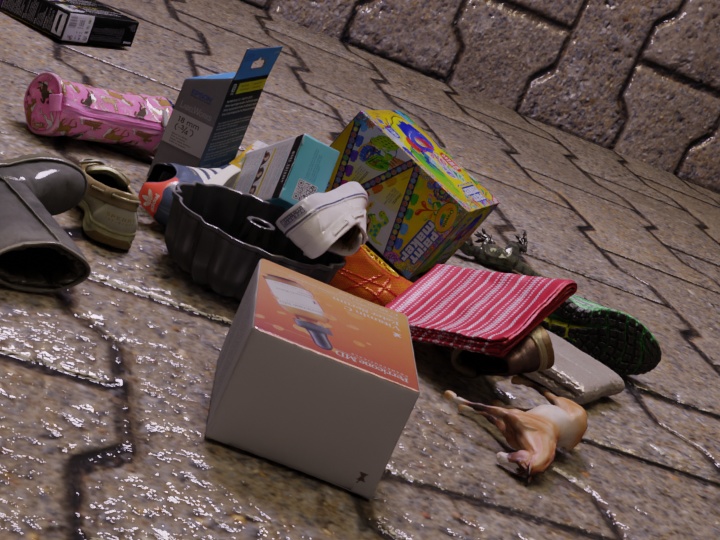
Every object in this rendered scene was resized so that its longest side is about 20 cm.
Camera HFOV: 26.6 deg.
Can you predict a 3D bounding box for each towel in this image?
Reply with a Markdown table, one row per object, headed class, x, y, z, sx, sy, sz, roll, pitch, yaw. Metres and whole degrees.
| class | x | y | z | sx | sy | sz | roll | pitch | yaw |
| --- | --- | --- | --- | --- | --- | --- | --- | --- | --- |
| towel | 0.210 | 0.099 | 1.821 | 0.200 | 0.035 | 0.132 | 33 | 18 | 25 |
| towel | 0.119 | 0.037 | 1.652 | 0.200 | 0.023 | 0.145 | 8 | 34 | 43 |

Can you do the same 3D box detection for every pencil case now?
| class | x | y | z | sx | sy | sz | roll | pitch | yaw |
| --- | --- | --- | --- | --- | --- | --- | --- | --- | --- |
| pencil case | -0.324 | -0.194 | 1.908 | 0.200 | 0.087 | 0.083 | 8 | 53 | -46 |

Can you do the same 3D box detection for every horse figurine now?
| class | x | y | z | sx | sy | sz | roll | pitch | yaw |
| --- | --- | --- | --- | --- | --- | --- | --- | --- | --- |
| horse figurine | 0.175 | 0.154 | 1.548 | 0.132 | 0.050 | 0.200 | 25 | 16 | 33 |

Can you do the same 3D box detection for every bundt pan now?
| class | x | y | z | sx | sy | sz | roll | pitch | yaw |
| --- | --- | --- | --- | --- | --- | --- | --- | --- | --- |
| bundt pan | -0.119 | -0.018 | 1.627 | 0.202 | 0.076 | 0.202 | 22 | 15 | -6 |

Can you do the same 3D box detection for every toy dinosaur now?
| class | x | y | z | sx | sy | sz | roll | pitch | yaw |
| --- | --- | --- | --- | --- | --- | --- | --- | --- | --- |
| toy dinosaur | 0.213 | -0.026 | 2.231 | 0.200 | 0.047 | 0.088 | 20 | 30 | -18 |

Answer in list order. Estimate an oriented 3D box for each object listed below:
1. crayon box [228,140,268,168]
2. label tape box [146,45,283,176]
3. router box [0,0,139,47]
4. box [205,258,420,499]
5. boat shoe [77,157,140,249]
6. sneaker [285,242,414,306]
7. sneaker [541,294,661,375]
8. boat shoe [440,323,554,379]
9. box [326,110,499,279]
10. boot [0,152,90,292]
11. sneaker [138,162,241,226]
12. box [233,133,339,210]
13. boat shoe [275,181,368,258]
| class | x | y | z | sx | sy | sz | roll | pitch | yaw |
| --- | --- | --- | --- | --- | --- | --- | --- | --- | --- |
| crayon box | -0.108 | -0.111 | 2.010 | 0.126 | 0.052 | 0.200 | 25 | 14 | 1 |
| label tape box | -0.183 | -0.203 | 1.920 | 0.063 | 0.200 | 0.144 | 26 | 15 | 9 |
| router box | -0.479 | -0.420 | 2.488 | 0.149 | 0.051 | 0.200 | 28 | 15 | 21 |
| box | -0.041 | 0.089 | 1.327 | 0.152 | 0.106 | 0.200 | 22 | 15 | -9 |
| boat shoe | -0.273 | -0.087 | 1.650 | 0.073 | 0.063 | 0.201 | 19 | 16 | -20 |
| sneaker | 0.000 | 0.000 | 1.753 | 0.200 | 0.077 | 0.073 | 21 | 14 | -19 |
| sneaker | 0.300 | 0.069 | 1.975 | 0.200 | 0.078 | 0.085 | 28 | 15 | 16 |
| boat shoe | 0.126 | 0.081 | 1.659 | 0.072 | 0.072 | 0.200 | -24 | 21 | -26 |
| box | 0.058 | -0.104 | 2.009 | 0.193 | 0.122 | 0.200 | 44 | 16 | 7 |
| boot | -0.306 | -0.048 | 1.455 | 0.182 | 0.073 | 0.200 | -6 | 25 | -37 |
| sneaker | -0.202 | -0.098 | 1.777 | 0.084 | 0.075 | 0.200 | 26 | 14 | 4 |
| box | -0.096 | -0.104 | 1.791 | 0.049 | 0.082 | 0.200 | 26 | -12 | -21 |
| boat shoe | -0.026 | -0.046 | 1.621 | 0.070 | 0.071 | 0.200 | 54 | 15 | 4 |
